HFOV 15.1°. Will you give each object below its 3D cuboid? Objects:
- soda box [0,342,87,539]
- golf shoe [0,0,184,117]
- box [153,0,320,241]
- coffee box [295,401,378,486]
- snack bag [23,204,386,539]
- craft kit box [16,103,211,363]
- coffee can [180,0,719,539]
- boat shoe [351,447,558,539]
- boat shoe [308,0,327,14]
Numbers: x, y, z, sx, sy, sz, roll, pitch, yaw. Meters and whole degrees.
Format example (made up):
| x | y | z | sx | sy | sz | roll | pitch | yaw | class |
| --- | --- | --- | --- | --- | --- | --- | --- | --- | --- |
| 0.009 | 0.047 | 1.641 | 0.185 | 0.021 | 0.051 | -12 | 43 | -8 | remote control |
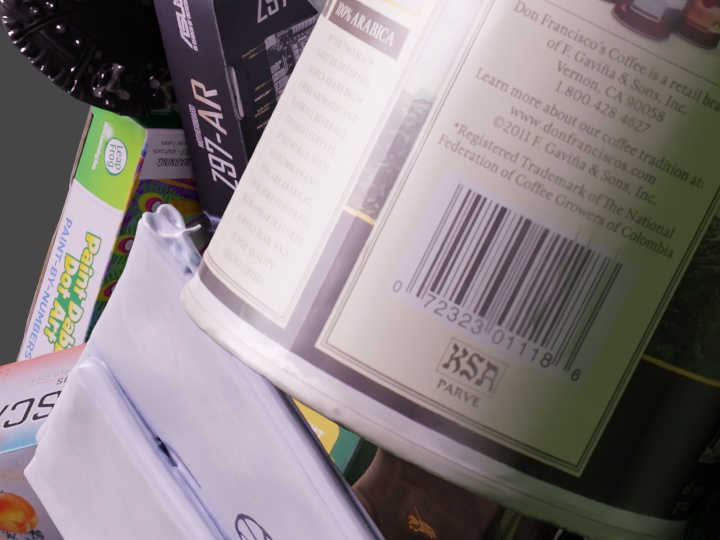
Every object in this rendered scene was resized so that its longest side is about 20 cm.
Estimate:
| x | y | z | sx | sy | sz | roll | pitch | yaw | class |
| --- | --- | --- | --- | --- | --- | --- | --- | --- | --- |
| -0.102 | 0.071 | 1.097 | 0.200 | 0.064 | 0.068 | -16 | 31 | 25 | soda box |
| -0.094 | -0.113 | 1.177 | 0.200 | 0.094 | 0.078 | 5 | -72 | -50 | golf shoe |
| 0.009 | -0.106 | 1.185 | 0.200 | 0.044 | 0.160 | -37 | -46 | -28 | box |
| 0.009 | 0.062 | 0.938 | 0.123 | 0.044 | 0.200 | 7 | -66 | -59 | coffee box |
| -0.035 | 0.097 | 0.816 | 0.021 | 0.189 | 0.200 | -28 | -12 | -26 | snack bag |
| -0.065 | 0.014 | 1.258 | 0.200 | 0.049 | 0.198 | -4 | -57 | -46 | craft kit box |
| 0.061 | -0.050 | 0.688 | 0.200 | 0.146 | 0.146 | -63 | 5 | 7 | coffee can |
| 0.034 | 0.077 | 0.858 | 0.068 | 0.072 | 0.200 | -24 | -33 | -40 | boat shoe |
| 0.045 | -0.069 | 0.816 | 0.076 | 0.200 | 0.060 | 30 | 81 | 42 | boat shoe |
